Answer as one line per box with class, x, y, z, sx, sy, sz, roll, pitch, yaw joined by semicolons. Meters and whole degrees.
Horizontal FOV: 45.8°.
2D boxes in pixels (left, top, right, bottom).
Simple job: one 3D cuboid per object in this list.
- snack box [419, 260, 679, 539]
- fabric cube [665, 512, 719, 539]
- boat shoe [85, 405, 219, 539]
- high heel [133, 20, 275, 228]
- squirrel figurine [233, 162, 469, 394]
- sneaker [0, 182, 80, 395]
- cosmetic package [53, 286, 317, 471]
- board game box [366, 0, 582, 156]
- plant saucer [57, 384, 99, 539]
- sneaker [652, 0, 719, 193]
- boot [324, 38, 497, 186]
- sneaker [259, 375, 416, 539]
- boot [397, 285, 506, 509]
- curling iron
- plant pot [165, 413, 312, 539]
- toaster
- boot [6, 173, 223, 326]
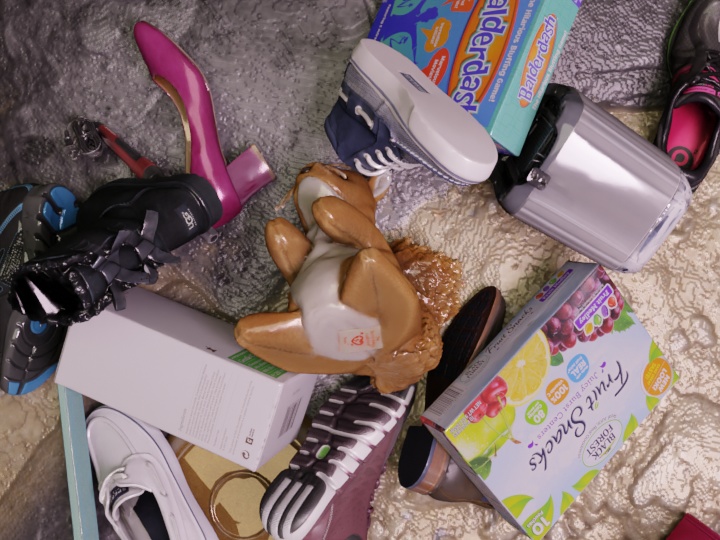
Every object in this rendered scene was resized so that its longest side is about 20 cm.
snack box;0.168;0.111;0.740;0.200;0.053;0.142;-44;110;-13
fabric cube;0.306;0.356;0.687;0.196;0.200;0.200;42;90;3
boat shoe;-0.197;0.199;0.763;0.200;0.065;0.074;44;102;24
high heel;-0.174;-0.136;0.803;0.096;0.067;0.200;-38;89;-11
squirrel figurine;0.000;0.000;0.755;0.141;0.187;0.200;-36;127;25
sneaker;-0.320;0.016;0.812;0.081;0.073;0.201;6;85;25
cosmetic package;-0.150;0.090;0.750;0.199;0.108;0.085;21;101;12
board game box;0.081;-0.190;0.747;0.199;0.045;0.153;20;86;47
plant saucer;-0.262;0.191;0.794;0.019;0.070;0.201;-7;86;-26
sneaker;0.315;-0.161;0.776;0.076;0.084;0.201;12;87;3
boot;0.034;-0.103;0.687;0.072;0.200;0.091;10;122;-32
sneaker;-0.006;0.187;0.773;0.200;0.075;0.116;-46;129;-33
boot;0.112;0.121;0.790;0.097;0.075;0.201;28;79;-20
curling iron;-0.207;-0.084;0.802;0.200;0.026;0.050;37;65;17
plant pot;-0.108;0.220;0.802;0.199;0.027;0.201;0;87;2
toaster;0.191;-0.078;0.718;0.129;0.200;0.114;30;107;-5
boot;-0.225;-0.015;0.718;0.197;0.162;0.074;-6;118;41
